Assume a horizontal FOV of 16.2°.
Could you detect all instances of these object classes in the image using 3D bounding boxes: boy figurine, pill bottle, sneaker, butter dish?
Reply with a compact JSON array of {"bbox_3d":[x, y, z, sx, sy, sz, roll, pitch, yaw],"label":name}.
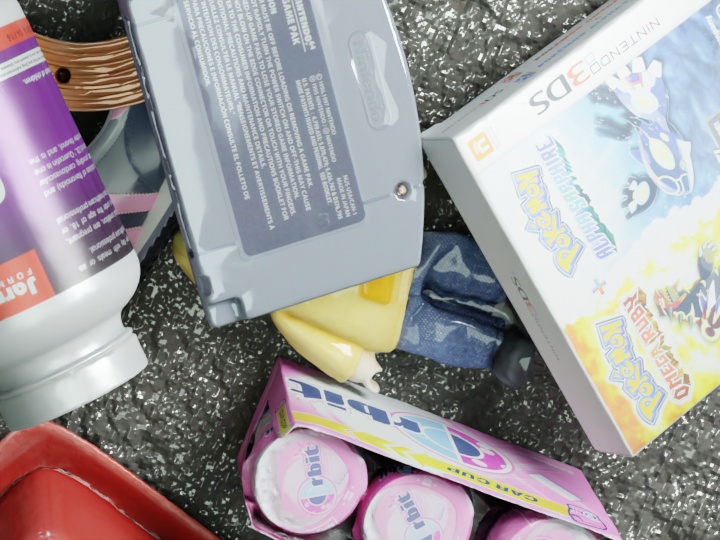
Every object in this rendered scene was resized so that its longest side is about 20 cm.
[{"bbox_3d":[0.000,0.000,1.344,0.199,0.064,0.125,15,104,-14],"label":"boy figurine"},{"bbox_3d":[-0.180,-0.028,1.233,0.112,0.112,0.201,-25,97,0],"label":"pill bottle"},{"bbox_3d":[-0.148,-0.020,1.326,0.082,0.070,0.201,34,94,2],"label":"sneaker"},{"bbox_3d":[-0.157,0.217,1.336,0.200,0.148,0.200,38,96,-14],"label":"butter dish"}]

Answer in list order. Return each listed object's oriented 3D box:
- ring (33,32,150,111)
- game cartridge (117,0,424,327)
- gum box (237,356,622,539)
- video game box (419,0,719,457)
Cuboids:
[{"bbox_3d":[-0.141,-0.181,1.286,0.199,0.019,0.202,0,93,-2],"label":"ring"},{"bbox_3d":[-0.040,-0.085,1.273,0.132,0.041,0.202,-16,101,-8],"label":"game cartridge"},{"bbox_3d":[0.029,0.120,1.350,0.199,0.114,0.067,21,101,-11],"label":"gum box"},{"bbox_3d":[0.152,-0.036,1.331,0.182,0.047,0.201,-36,106,-17],"label":"video game box"}]
